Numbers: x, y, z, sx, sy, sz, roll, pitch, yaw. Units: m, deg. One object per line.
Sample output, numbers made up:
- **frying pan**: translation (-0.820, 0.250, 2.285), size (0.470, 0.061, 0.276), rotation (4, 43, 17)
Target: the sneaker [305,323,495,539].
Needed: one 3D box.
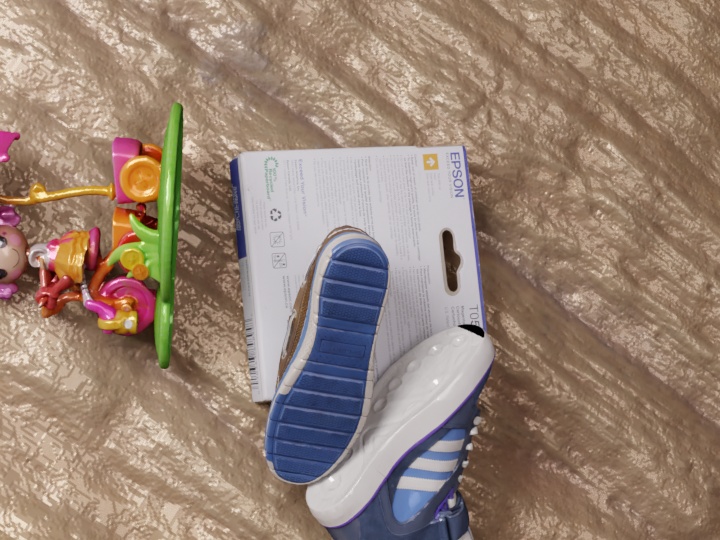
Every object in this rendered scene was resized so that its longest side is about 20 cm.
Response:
- **sneaker**: translation (0.061, 0.157, 1.087), size (0.200, 0.080, 0.147), rotation (-48, 122, -12)

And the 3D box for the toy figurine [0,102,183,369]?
- **toy figurine**: translation (-0.227, -0.029, 1.018), size (0.183, 0.150, 0.202), rotation (3, 105, -6)

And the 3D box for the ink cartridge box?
- **ink cartridge box**: translation (0.000, 0.000, 1.119), size (0.199, 0.043, 0.198), rotation (-3, 84, -22)

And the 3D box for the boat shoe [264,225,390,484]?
- **boat shoe**: translation (-0.025, 0.063, 1.037), size (0.072, 0.072, 0.201), rotation (15, 105, -16)
